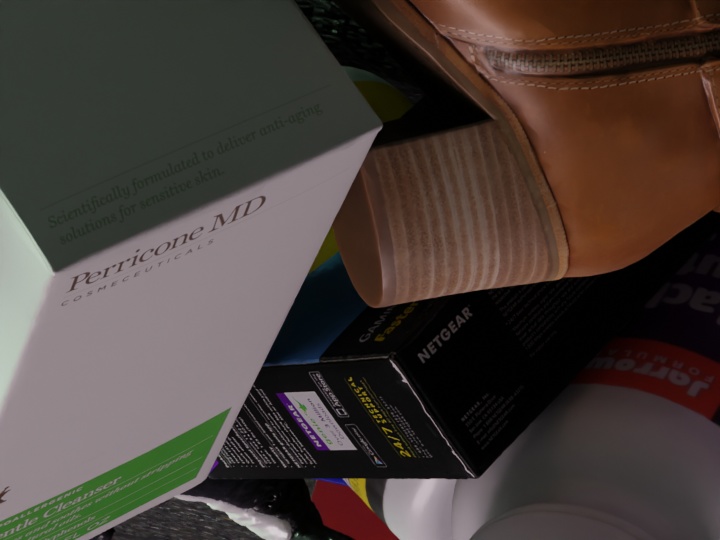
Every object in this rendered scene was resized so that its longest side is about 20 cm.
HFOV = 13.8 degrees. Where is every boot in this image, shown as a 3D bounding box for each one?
[{"bbox_3d":[0.055,-0.098,0.795,0.155,0.200,0.074,-17,-157,-16],"label":"boot"}]

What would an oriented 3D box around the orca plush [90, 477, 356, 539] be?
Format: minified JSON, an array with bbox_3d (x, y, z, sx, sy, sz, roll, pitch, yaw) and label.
[{"bbox_3d":[-0.063,0.043,1.003,0.200,0.105,0.071,39,119,-24],"label":"orca plush"}]

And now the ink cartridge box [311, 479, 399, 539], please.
[{"bbox_3d":[0.090,0.074,1.292,0.200,0.163,0.057,17,165,-5],"label":"ink cartridge box"}]

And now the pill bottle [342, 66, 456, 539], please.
[{"bbox_3d":[0.000,0.000,1.062,0.200,0.112,0.112,45,-179,28],"label":"pill bottle"}]

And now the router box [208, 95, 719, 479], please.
[{"bbox_3d":[0.042,-0.015,0.919,0.149,0.200,0.051,-7,122,56],"label":"router box"}]

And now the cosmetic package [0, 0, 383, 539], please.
[{"bbox_3d":[-0.082,0.001,0.814,0.085,0.108,0.200,55,150,17],"label":"cosmetic package"}]

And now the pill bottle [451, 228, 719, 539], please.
[{"bbox_3d":[0.095,0.061,0.899,0.111,0.200,0.112,15,128,19],"label":"pill bottle"}]

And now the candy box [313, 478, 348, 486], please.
[{"bbox_3d":[0.074,0.036,1.181,0.200,0.077,0.169,10,-160,28],"label":"candy box"}]
